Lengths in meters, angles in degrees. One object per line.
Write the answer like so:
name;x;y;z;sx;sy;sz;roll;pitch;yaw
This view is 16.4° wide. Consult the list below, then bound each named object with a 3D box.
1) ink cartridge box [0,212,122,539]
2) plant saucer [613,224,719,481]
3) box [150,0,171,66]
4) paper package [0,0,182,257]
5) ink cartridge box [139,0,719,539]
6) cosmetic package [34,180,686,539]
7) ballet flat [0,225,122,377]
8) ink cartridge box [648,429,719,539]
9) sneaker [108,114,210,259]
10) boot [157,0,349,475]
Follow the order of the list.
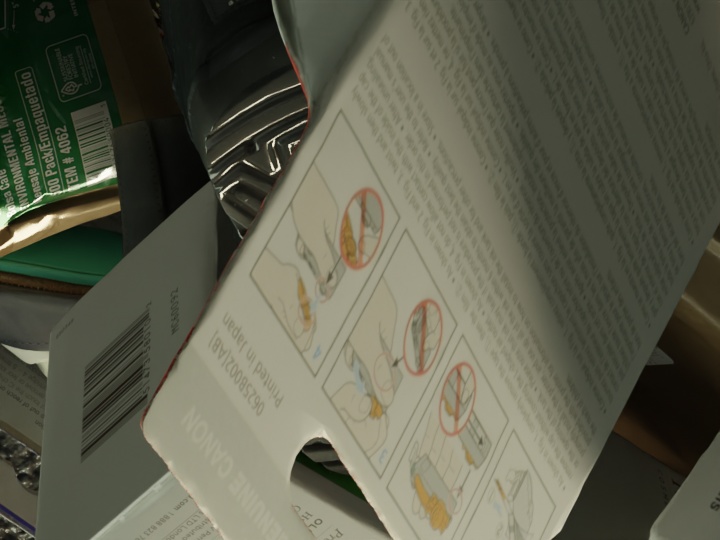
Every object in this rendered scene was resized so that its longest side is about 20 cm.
ink cartridge box;-0.099;0.034;0.995;0.198;0.200;0.043;36;139;-5
plant saucer;0.079;0.015;0.752;0.200;0.029;0.200;34;163;12
box;-0.040;-0.093;0.893;0.137;0.040;0.200;49;169;-12
paper package;-0.153;-0.120;0.887;0.191;0.103;0.200;33;141;65
ink cartridge box;0.017;-0.016;0.524;0.057;0.200;0.163;18;154;33
cosmetic package;0.009;0.076;0.725;0.200;0.085;0.108;31;-146;-29
ballet flat;-0.077;0.016;0.942;0.073;0.199;0.073;178;90;-71
ink cartridge box;0.173;0.108;0.600;0.200;0.084;0.146;33;166;18
sneaker;0.000;0.000;0.848;0.075;0.107;0.200;-14;169;39
boot;-0.025;-0.068;0.649;0.165;0.065;0.200;76;173;-50
